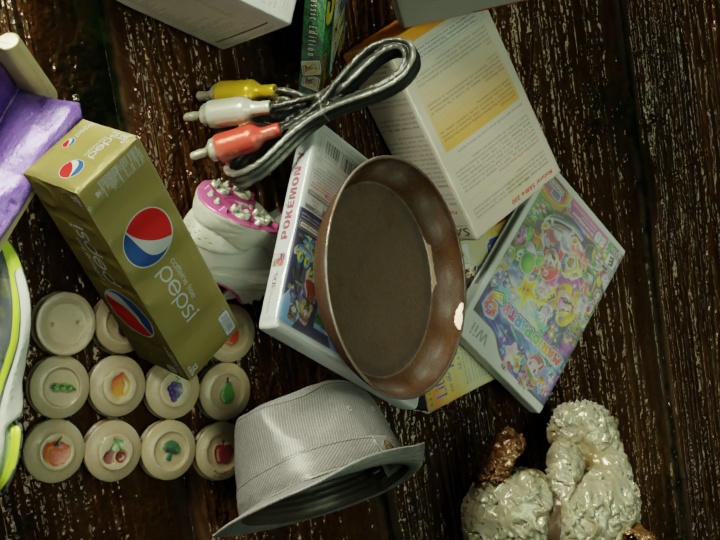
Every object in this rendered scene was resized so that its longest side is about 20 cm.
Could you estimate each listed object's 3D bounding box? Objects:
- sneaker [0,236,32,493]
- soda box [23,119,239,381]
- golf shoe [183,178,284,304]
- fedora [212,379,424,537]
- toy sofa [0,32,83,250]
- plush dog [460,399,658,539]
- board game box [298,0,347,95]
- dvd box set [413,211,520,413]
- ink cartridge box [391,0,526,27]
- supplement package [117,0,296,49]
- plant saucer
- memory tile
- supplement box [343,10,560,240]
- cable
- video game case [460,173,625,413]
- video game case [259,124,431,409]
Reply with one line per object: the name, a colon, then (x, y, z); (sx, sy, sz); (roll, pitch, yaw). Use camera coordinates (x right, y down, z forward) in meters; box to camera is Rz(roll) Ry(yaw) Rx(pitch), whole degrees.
sneaker: (-0.287, 0.062, 0.905); (0.081, 0.074, 0.201); (3, 88, -31)
soda box: (-0.166, -0.012, 0.931); (0.064, 0.068, 0.201); (-48, 136, -27)
golf shoe: (-0.078, -0.009, 1.061); (0.199, 0.075, 0.092); (22, 111, -42)
fedora: (-0.042, 0.150, 1.041); (0.199, 0.177, 0.091); (-1, 63, -47)
toy sofa: (-0.285, -0.068, 0.868); (0.201, 0.097, 0.083); (-62, 163, -16)
plush dog: (0.178, 0.238, 1.191); (0.171, 0.160, 0.201); (-1, 106, -12)
board game box: (-0.024, -0.255, 1.017); (0.105, 0.023, 0.201); (-68, 168, -52)
dvd box set: (0.115, 0.034, 1.211); (0.199, 0.029, 0.147); (-23, 105, -33)
ink cartridge box: (0.082, -0.326, 1.068); (0.086, 0.147, 0.201); (55, 25, -72)
supplement package: (-0.151, -0.267, 0.962); (0.199, 0.113, 0.110); (20, 76, -34)
plant saucer: (0.022, 0.007, 1.035); (0.200, 0.034, 0.202); (12, 75, -53)
memory tile: (-0.176, 0.096, 1.017); (0.199, 0.017, 0.154); (6, 88, -35)
supplement box: (0.087, -0.144, 1.159); (0.126, 0.073, 0.201); (-37, 110, -28)
cable: (-0.049, -0.129, 0.990); (0.050, 0.199, 0.098); (44, 36, -49)
video game case: (0.177, 0.018, 1.226); (0.143, 0.018, 0.201); (44, 67, -30)
video game case: (0.000, 0.000, 1.054); (0.200, 0.023, 0.183); (35, 58, -46)
